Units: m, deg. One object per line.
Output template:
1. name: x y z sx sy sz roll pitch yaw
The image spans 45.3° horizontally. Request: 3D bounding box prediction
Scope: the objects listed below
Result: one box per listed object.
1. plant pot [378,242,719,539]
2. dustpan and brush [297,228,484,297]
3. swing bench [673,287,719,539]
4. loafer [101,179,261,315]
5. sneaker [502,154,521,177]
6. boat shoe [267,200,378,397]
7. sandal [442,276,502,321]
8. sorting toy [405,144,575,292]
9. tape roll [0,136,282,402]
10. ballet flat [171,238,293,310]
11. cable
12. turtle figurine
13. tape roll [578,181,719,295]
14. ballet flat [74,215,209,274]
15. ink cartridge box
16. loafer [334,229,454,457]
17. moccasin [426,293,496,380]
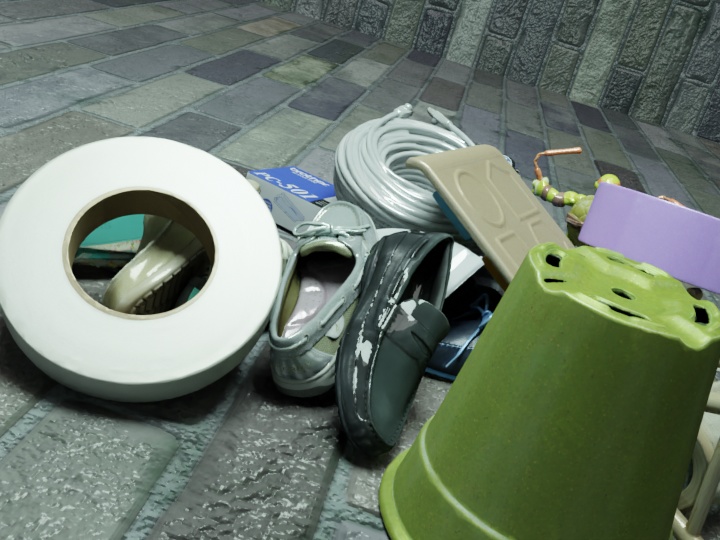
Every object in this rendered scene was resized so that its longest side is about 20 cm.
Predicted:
1. plant pot: 0.131 0.091 0.540 0.199 0.191 0.200 13 22 -6
2. dustpan and brush: 0.000 0.000 0.785 0.139 0.057 0.200 -40 53 -18
3. swing bench: 0.268 0.108 0.688 0.198 0.130 0.200 -1 23 -36
4. loafer: -0.155 -0.023 0.713 0.068 0.076 0.200 30 39 4
5. sneaker: 0.158 -0.092 1.021 0.078 0.089 0.200 16 16 -42
6. boat shoe: -0.030 0.007 0.697 0.074 0.065 0.202 3 44 17
7. sandal: 0.061 0.020 0.840 0.200 0.048 0.075 1 26 -28
8. sorting toy: 0.141 -0.037 0.813 0.200 0.036 0.185 50 29 11
9. tape roll: -0.157 -0.006 0.619 0.202 0.037 0.204 7 61 -12
10. ballet flat: -0.089 0.008 0.740 0.068 0.069 0.200 21 22 13
11. cable: 0.064 -0.088 0.922 0.200 0.069 0.200 -23 57 -41
12. turtle figurine: 0.274 -0.043 0.997 0.199 0.162 0.064 23 23 15
13. tape roll: 0.323 -0.025 0.860 0.199 0.066 0.200 18 9 -3
14. ballet flat: -0.191 -0.033 0.777 0.199 0.076 0.064 8 -11 -34
15. ink cartridge box: -0.029 -0.059 0.977 0.199 0.044 0.094 27 23 25
16. loafer: 0.030 0.045 0.648 0.070 0.068 0.201 -14 42 30
17. moccasin: 0.129 0.058 0.775 0.199 0.068 0.081 5 26 -18
